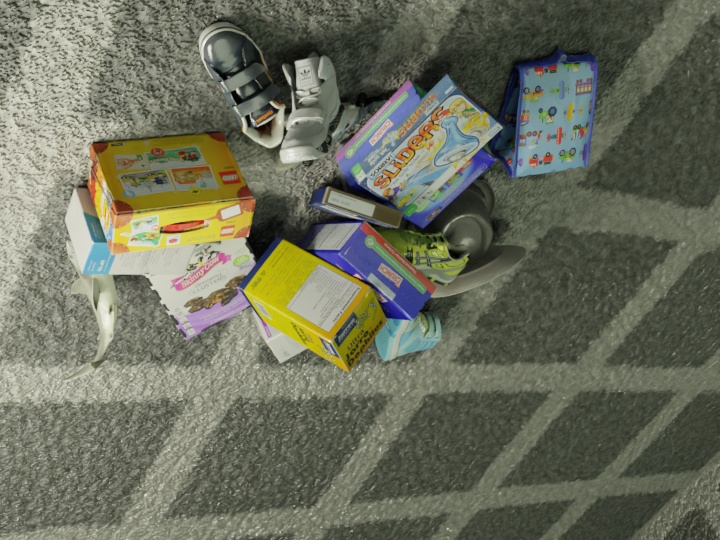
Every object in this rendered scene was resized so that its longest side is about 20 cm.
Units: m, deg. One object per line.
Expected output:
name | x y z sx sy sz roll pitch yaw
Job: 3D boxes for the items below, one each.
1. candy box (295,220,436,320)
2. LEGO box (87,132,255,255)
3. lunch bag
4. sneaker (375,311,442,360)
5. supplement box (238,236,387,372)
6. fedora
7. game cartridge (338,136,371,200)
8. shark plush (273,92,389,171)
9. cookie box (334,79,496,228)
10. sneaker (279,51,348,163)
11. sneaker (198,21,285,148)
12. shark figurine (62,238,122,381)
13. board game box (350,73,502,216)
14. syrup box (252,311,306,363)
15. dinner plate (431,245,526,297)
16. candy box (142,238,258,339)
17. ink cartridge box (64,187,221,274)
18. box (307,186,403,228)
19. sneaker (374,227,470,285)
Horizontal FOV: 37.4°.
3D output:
candy box | 0.000 0.000 1.713 0.169 0.200 0.077 43 74 -21
LEGO box | -0.267 -0.111 1.492 0.198 0.150 0.078 -8 139 -25
lunch bag | 0.311 -0.268 1.754 0.149 0.094 0.202 -10 130 -20
sneaker | 0.108 0.091 2.042 0.129 0.080 0.201 -10 149 -20
supplement box | -0.075 0.053 1.678 0.109 0.199 0.110 -52 149 -16
fedora | 0.175 -0.072 1.879 0.176 0.091 0.201 -27 144 -3
game cartridge | 0.034 -0.158 1.732 0.132 0.041 0.201 -29 143 -7
shark plush | -0.050 -0.222 1.608 0.200 0.091 0.083 -43 167 -15
cookie box | 0.087 -0.176 1.654 0.171 0.076 0.199 -43 141 18
sneaker | -0.075 -0.225 1.457 0.074 0.200 0.116 -8 114 18
sneaker | -0.153 -0.251 1.464 0.078 0.080 0.200 -30 142 3
shark figurine | -0.416 0.054 1.634 0.089 0.217 0.128 -1 -173 25
board game box | 0.098 -0.180 1.566 0.200 0.035 0.135 -44 140 17
syrup box | -0.083 0.072 1.888 0.199 0.082 0.079 -28 142 0
dinner plate | 0.206 -0.006 1.935 0.199 0.200 0.024 -26 104 -5
candy box | -0.250 -0.001 1.699 0.167 0.072 0.201 -27 144 -4
ink cartridge box | -0.317 -0.055 1.553 0.198 0.116 0.067 1 135 -34
box | -0.013 -0.098 1.658 0.120 0.200 0.033 18 88 -11
sneaker | 0.099 -0.041 1.777 0.199 0.076 0.076 17 129 -40
